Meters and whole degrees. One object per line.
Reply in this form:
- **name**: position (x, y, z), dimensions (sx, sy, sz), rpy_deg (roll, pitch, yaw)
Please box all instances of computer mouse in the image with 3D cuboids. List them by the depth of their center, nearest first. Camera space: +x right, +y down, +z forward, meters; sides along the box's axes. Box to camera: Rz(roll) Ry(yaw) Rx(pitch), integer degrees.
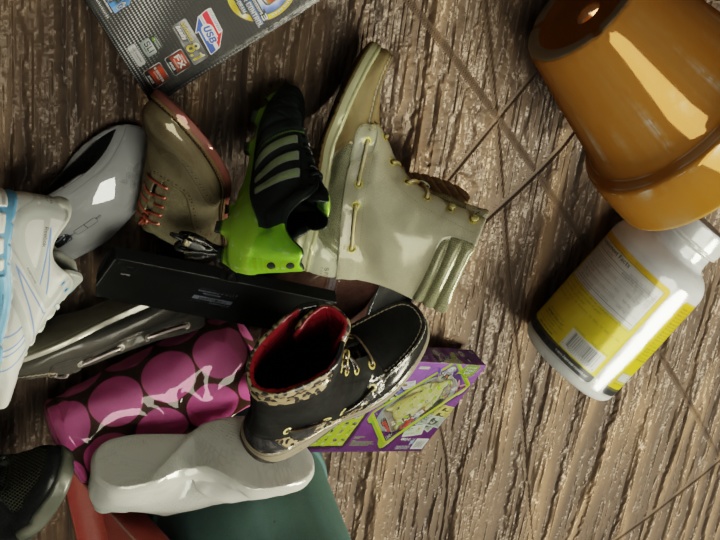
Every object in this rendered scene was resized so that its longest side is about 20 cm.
- **computer mouse**: position (-0.241, -0.039, 1.315), dimensions (0.200, 0.044, 0.110), rpy_deg (-44, 130, 8)

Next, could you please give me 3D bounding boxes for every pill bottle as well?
- **pill bottle**: position (0.265, 0.022, 1.571), dimensions (0.112, 0.112, 0.200), rpy_deg (31, 106, -39)

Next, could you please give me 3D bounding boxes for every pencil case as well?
- **pencil case**: position (-0.180, 0.119, 1.435), dimensions (0.198, 0.091, 0.094), rpy_deg (-23, 133, -7)

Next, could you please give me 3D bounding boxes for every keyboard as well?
- **keyboard**: position (-0.114, 0.007, 1.325), dimensions (0.198, 0.021, 0.127), rpy_deg (11, 150, -24)

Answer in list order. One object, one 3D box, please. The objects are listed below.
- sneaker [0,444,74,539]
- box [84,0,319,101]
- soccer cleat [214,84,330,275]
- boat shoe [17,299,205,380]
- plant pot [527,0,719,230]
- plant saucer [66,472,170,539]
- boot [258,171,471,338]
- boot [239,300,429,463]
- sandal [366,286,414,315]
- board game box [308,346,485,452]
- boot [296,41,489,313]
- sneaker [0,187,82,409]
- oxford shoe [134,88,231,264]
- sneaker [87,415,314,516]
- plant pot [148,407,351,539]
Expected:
- **sneaker**: position (-0.338, 0.189, 1.378), dimensions (0.198, 0.077, 0.114), rpy_deg (-24, 136, 36)
- **box**: position (-0.142, -0.247, 1.212), dimensions (0.159, 0.044, 0.201), rpy_deg (-31, 132, -2)
- **soccer cleat**: position (-0.059, -0.071, 1.287), dimensions (0.080, 0.201, 0.068), rpy_deg (7, 138, 6)
- **boat shoe**: position (-0.225, 0.061, 1.378), dimensions (0.199, 0.067, 0.057), rpy_deg (-24, 116, -13)
- **plant pot**: position (0.248, -0.169, 1.385), dimensions (0.200, 0.200, 0.183), rpy_deg (-44, 115, 9)
- **plant saucer**: position (-0.203, 0.286, 1.478), dimensions (0.037, 0.199, 0.201), rpy_deg (-27, 133, -26)
- **boot**: position (0.000, 0.000, 1.446), dimensions (0.198, 0.073, 0.168), rpy_deg (-6, 123, -11)
- **boot**: position (-0.021, 0.073, 1.356), dimensions (0.199, 0.073, 0.151), rpy_deg (-33, 159, -15)
- **sandal**: position (0.020, 0.035, 1.501), dimensions (0.076, 0.043, 0.201), rpy_deg (21, 112, -36)
- **board game box**: position (0.026, 0.124, 1.540), dimensions (0.199, 0.032, 0.120), rpy_deg (8, 128, -51)
- **boot**: position (0.036, -0.077, 1.346), dimensions (0.153, 0.072, 0.202), rpy_deg (17, 93, -2)
- **sneaker**: position (-0.267, 0.026, 1.280), dimensions (0.086, 0.075, 0.202), rpy_deg (-3, 124, -26)
- **oxford shoe**: position (-0.148, -0.062, 1.289), dimensions (0.075, 0.070, 0.201), rpy_deg (-37, 146, -16)
- **sneaker**: position (-0.142, 0.183, 1.413), dimensions (0.198, 0.076, 0.089), rpy_deg (0, 142, -16)
- **plant pot**: position (-0.095, 0.252, 1.501), dimensions (0.198, 0.196, 0.202), rpy_deg (-14, 128, -18)
